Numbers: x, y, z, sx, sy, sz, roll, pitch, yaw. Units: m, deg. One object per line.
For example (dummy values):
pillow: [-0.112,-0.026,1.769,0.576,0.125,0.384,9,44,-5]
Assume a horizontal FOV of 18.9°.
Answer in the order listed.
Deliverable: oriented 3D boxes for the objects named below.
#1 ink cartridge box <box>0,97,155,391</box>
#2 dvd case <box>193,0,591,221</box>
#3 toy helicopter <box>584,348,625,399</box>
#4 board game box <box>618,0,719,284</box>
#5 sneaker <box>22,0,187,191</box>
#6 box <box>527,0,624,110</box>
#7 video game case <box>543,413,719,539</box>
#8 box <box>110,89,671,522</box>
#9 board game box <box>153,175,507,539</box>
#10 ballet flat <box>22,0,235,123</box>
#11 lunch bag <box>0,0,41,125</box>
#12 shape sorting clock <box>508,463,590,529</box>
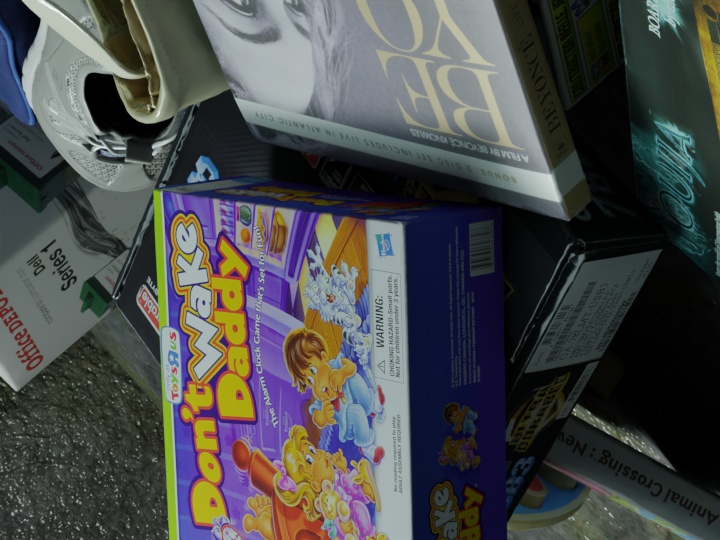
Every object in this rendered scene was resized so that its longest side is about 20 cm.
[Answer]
ink cartridge box: [-0.157,-0.043,1.198,0.084,0.200,0.146,45,169,19]
dvd case: [-0.015,-0.109,0.660,0.148,0.016,0.201,17,141,43]
toy helicopter: [0.051,0.001,0.911,0.132,0.079,0.200,30,172,40]
board game box: [0.130,-0.030,0.618,0.135,0.028,0.200,44,168,24]
sneaker: [-0.113,-0.076,0.973,0.200,0.074,0.082,91,164,-67]
box: [0.003,-0.145,0.698,0.200,0.035,0.110,41,166,31]
video game case: [0.094,0.076,0.909,0.182,0.022,0.200,29,179,-15]
box: [0.000,0.000,0.793,0.200,0.050,0.199,52,130,32]
board game box: [-0.011,0.073,0.746,0.134,0.045,0.201,9,104,48]
ballet flat: [-0.108,-0.135,0.733,0.200,0.069,0.069,56,167,-19]
lunch bag: [-0.175,-0.162,1.053,0.136,0.132,0.200,46,168,10]
shape sorting clock: [0.023,0.053,1.028,0.199,0.039,0.200,21,-159,-9]
